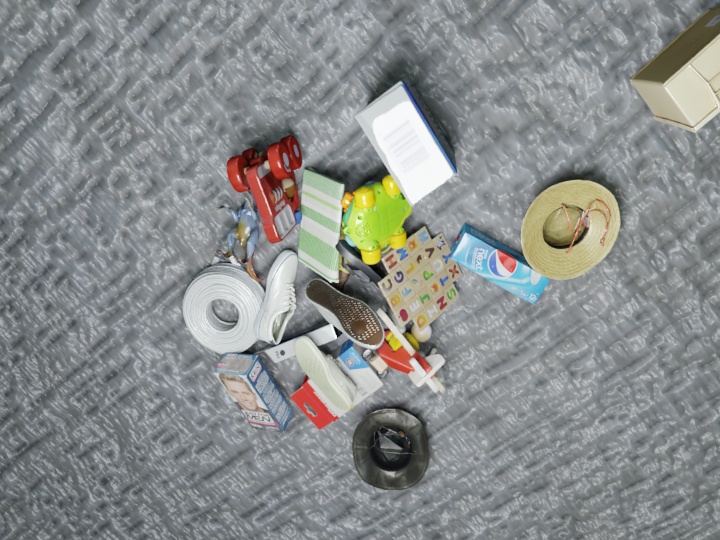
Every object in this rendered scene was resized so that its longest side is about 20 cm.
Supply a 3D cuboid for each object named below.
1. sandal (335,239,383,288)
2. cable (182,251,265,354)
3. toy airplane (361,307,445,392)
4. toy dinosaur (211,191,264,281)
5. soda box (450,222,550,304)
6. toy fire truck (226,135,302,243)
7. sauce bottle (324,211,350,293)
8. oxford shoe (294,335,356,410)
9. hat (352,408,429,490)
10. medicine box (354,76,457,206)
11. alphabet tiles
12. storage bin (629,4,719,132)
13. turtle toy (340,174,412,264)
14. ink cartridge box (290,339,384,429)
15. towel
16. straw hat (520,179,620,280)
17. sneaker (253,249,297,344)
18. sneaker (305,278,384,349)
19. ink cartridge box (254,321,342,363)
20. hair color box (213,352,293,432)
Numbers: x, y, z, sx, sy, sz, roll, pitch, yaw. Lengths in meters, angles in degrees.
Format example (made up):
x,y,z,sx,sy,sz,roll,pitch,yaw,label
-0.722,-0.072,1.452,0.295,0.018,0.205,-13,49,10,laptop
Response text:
x,y,z,sx,sy,sz,roll,pitch,yaw,label
0.001,0.001,1.209,0.043,0.200,0.076,-43,59,3,sandal
-0.298,0.088,1.345,0.199,0.069,0.200,41,110,-7,cable
0.109,0.166,1.256,0.197,0.201,0.142,34,68,14,toy airplane
-0.247,-0.106,1.268,0.102,0.201,0.186,13,69,18,toy dinosaur
0.282,-0.014,1.224,0.196,0.068,0.065,28,112,-2,soda box
-0.165,-0.157,1.168,0.109,0.201,0.172,-13,107,14,toy fire truck
-0.050,-0.022,1.274,0.063,0.065,0.206,7,113,5,sauce bottle
-0.073,0.210,1.279,0.074,0.058,0.202,-10,123,45,oxford shoe
0.070,0.402,1.400,0.194,0.081,0.207,1,103,3,hat
0.088,-0.243,1.100,0.101,0.201,0.184,-31,103,18,medicine box
0.124,0.016,1.212,0.006,0.198,0.170,-10,112,56,alphabet tiles
0.574,-0.345,0.994,0.198,0.201,0.094,-42,98,19,storage bin
0.034,-0.113,1.160,0.100,0.198,0.150,19,127,41,turtle toy
-0.052,0.257,1.370,0.198,0.067,0.117,-38,101,18,ink cartridge box
-0.080,-0.093,1.225,0.023,0.151,0.206,-9,115,-34,towel
0.393,-0.088,1.173,0.194,0.085,0.207,-2,109,-5,straw hat
-0.166,0.061,1.294,0.070,0.072,0.206,22,99,33,sneaker
-0.023,0.092,1.226,0.199,0.085,0.073,38,80,24,sneaker
-0.129,0.156,1.327,0.195,0.099,0.040,-21,93,16,ink cartridge box
-0.239,0.278,1.362,0.097,0.061,0.203,-1,131,30,hair color box
